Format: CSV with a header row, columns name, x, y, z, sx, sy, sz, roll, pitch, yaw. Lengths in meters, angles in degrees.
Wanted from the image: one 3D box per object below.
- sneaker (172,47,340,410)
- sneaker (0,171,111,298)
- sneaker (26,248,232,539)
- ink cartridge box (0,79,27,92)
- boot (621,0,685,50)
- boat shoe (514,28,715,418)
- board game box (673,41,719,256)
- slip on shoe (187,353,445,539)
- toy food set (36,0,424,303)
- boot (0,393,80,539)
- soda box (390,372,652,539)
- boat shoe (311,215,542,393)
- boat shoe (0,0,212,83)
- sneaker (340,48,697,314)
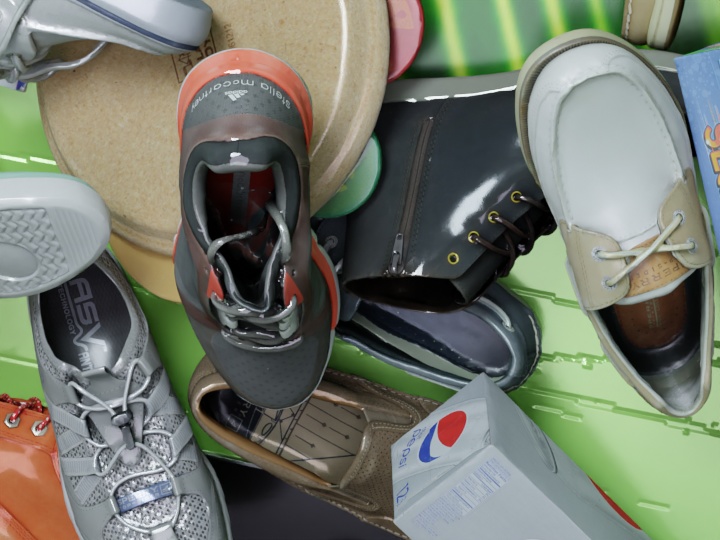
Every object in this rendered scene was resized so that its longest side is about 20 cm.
name,x,y,z,sx,sy,sz,roll,pitch,yaw
sneaker,-0.052,0.002,0.851,0.076,0.082,0.201,-4,132,4
sneaker,-0.195,-0.049,0.921,0.199,0.119,0.074,-8,141,30
sneaker,-0.122,0.072,0.924,0.074,0.082,0.201,-24,74,-6
ink cartridge box,-0.244,-0.164,0.960,0.199,0.039,0.100,18,100,5
boot,0.081,-0.202,0.897,0.153,0.072,0.202,-1,95,7
boat shoe,0.123,-0.017,0.843,0.074,0.069,0.201,-23,132,5
board game box,0.216,-0.016,0.884,0.034,0.135,0.202,-6,102,45
slip on shoe,0.006,0.091,0.962,0.199,0.061,0.076,27,102,2
toy food set,-0.068,-0.100,0.920,0.197,0.049,0.201,-36,73,18
boot,-0.201,0.081,0.986,0.107,0.075,0.201,-33,101,5
soda box,0.102,0.145,0.927,0.063,0.068,0.200,-39,110,17
boat shoe,0.000,0.000,0.946,0.199,0.062,0.073,30,103,1
boat shoe,-0.168,-0.119,0.894,0.201,0.075,0.087,21,101,12
sneaker,0.086,-0.036,0.903,0.198,0.075,0.107,-6,64,17
